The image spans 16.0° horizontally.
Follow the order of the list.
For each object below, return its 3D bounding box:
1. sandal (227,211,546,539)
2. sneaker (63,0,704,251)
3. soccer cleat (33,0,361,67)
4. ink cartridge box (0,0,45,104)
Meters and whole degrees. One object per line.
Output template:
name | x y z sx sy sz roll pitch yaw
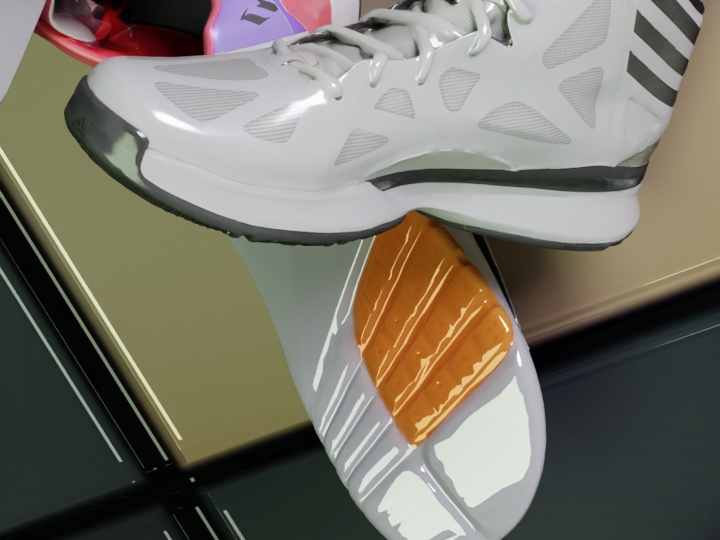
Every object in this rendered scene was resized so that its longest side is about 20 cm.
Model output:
sandal | 0.006 -0.005 0.854 0.079 0.059 0.207 -34 77 23
sneaker | 0.015 -0.072 0.741 0.076 0.200 0.116 48 127 45
soccer cleat | -0.097 -0.104 0.828 0.199 0.073 0.069 23 119 27
ink cartridge box | -0.201 -0.135 0.786 0.200 0.146 0.083 38 108 33
